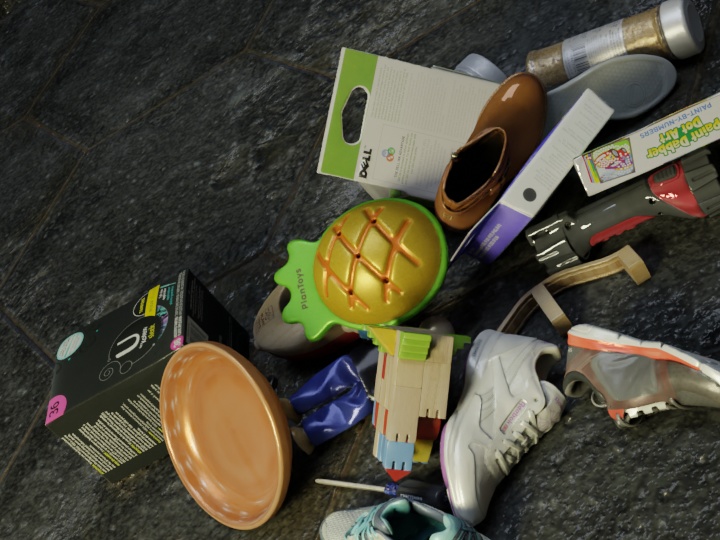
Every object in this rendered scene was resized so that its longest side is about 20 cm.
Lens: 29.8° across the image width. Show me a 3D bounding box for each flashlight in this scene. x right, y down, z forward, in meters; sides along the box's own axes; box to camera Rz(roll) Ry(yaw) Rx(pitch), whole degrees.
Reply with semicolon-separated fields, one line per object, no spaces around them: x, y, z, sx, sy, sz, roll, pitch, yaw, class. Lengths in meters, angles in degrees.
0.271;-0.054;1.355;0.200;0.068;0.068;-27;77;24;flashlight

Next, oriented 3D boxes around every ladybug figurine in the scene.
-0.031;0.038;1.529;0.200;0.072;0.136;-31;35;11;ladybug figurine

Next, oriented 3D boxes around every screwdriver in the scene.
0.015;0.209;1.315;0.200;0.029;0.028;3;36;49;screwdriver

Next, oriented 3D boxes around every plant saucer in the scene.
-0.135;0.167;1.402;0.037;0.201;0.200;-18;14;-42;plant saucer

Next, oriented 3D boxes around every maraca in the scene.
0.000;0.000;1.419;0.200;0.107;0.137;-19;70;22;maraca

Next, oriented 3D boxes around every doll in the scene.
0.009;0.106;1.424;0.200;0.048;0.137;-32;55;7;doll

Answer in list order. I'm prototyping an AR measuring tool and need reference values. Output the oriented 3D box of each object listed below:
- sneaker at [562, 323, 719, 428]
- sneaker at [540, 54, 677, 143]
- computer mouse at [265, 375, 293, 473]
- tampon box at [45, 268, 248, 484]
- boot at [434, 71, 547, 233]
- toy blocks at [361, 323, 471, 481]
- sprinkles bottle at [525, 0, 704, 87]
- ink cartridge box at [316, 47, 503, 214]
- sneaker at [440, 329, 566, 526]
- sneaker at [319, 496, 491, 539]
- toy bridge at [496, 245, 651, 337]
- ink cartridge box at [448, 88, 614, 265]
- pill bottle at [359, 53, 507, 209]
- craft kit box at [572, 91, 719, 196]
0.260;0.105;1.192;0.200;0.077;0.082;15;87;52;sneaker
0.253;-0.196;1.535;0.200;0.071;0.099;-22;12;-1;sneaker
-0.141;0.174;1.471;0.044;0.110;0.200;-18;5;-41;computer mouse
-0.248;0.124;1.588;0.200;0.126;0.150;-29;34;16;tampon box
0.136;-0.134;1.404;0.200;0.077;0.155;-55;-9;-5;boot
0.045;0.125;1.295;0.200;0.100;0.137;-177;93;-85;toy blocks
0.292;-0.253;1.564;0.200;0.068;0.068;-16;40;31;sprinkles bottle
0.055;-0.153;1.508;0.076;0.200;0.148;176;106;-78;ink cartridge box
0.133;0.141;1.247;0.099;0.075;0.200;3;58;23;sneaker
0.033;0.233;1.224;0.200;0.086;0.078;0;48;44;sneaker
0.190;0.039;1.354;0.200;0.027;0.067;-36;33;6;toy bridge
0.167;-0.073;1.398;0.200;0.043;0.198;-49;-4;-14;ink cartridge box
0.091;-0.161;1.612;0.200;0.111;0.111;-46;34;-10;pill bottle
0.322;-0.138;1.325;0.197;0.049;0.200;-22;0;23;craft kit box
